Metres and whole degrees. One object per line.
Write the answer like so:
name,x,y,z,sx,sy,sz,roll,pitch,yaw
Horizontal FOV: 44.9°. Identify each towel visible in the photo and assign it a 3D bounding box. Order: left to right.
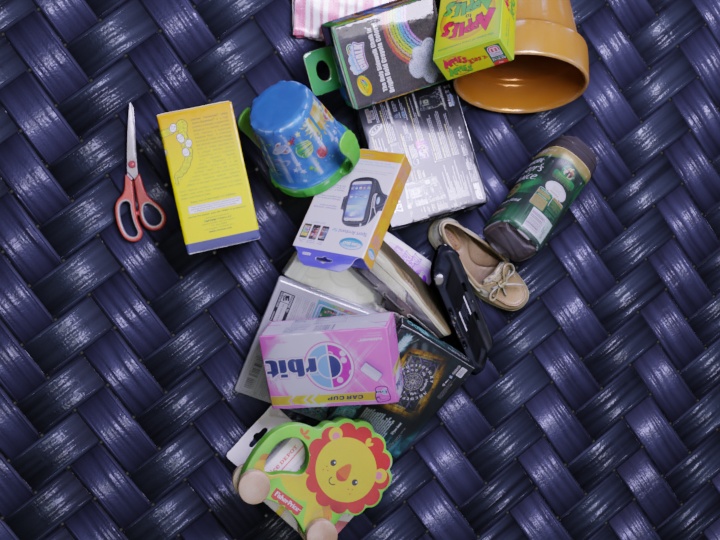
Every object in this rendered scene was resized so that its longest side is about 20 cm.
towel,-0.005,-0.425,1.339,0.198,0.030,0.148,2,93,-10

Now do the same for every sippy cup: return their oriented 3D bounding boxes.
sippy cup,-0.092,-0.197,1.255,0.177,0.130,0.141,-16,56,14

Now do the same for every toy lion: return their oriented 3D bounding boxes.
toy lion,-0.058,0.292,1.277,0.200,0.069,0.192,38,79,-13

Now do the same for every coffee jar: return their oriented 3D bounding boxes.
coffee jar,0.279,-0.114,1.341,0.085,0.104,0.200,41,68,-6

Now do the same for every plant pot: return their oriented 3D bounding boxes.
plant pot,0.242,-0.363,1.311,0.198,0.200,0.185,6,76,-9

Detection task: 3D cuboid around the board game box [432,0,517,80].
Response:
board game box,0.165,-0.370,1.221,0.048,0.101,0.201,43,47,-45

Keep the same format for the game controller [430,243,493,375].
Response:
game controller,0.153,0.060,1.331,0.042,0.104,0.201,-10,118,31

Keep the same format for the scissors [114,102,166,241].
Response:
scissors,-0.347,-0.145,1.302,0.073,0.014,0.202,-16,96,-6

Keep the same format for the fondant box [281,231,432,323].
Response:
fondant box,0.000,0.000,1.344,0.199,0.058,0.145,34,87,-10

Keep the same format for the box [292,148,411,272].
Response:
box,-0.015,-0.083,1.257,0.118,0.042,0.201,11,68,28

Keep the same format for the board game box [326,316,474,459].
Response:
board game box,0.058,0.180,1.315,0.135,0.028,0.200,32,110,-15

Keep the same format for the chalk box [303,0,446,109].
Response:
chalk box,0.016,-0.318,1.286,0.199,0.124,0.126,-17,109,-3

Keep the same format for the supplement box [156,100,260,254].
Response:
supplement box,-0.221,-0.133,1.276,0.109,0.109,0.202,-12,94,-9

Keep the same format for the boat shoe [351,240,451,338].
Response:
boat shoe,0.056,0.030,1.296,0.066,0.072,0.201,-37,107,19

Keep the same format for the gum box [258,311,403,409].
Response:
gum box,-0.046,0.130,1.252,0.198,0.066,0.114,-5,105,12

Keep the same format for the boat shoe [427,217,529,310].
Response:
boat shoe,0.189,-0.006,1.371,0.200,0.063,0.073,38,86,-9

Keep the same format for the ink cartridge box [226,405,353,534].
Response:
ink cartridge box,-0.097,0.315,1.331,0.200,0.067,0.117,44,86,-12

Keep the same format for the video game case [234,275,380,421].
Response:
video game case,-0.074,0.127,1.321,0.181,0.024,0.201,20,110,-10

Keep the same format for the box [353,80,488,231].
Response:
box,0.092,-0.177,1.341,0.159,0.044,0.201,-16,85,-8
